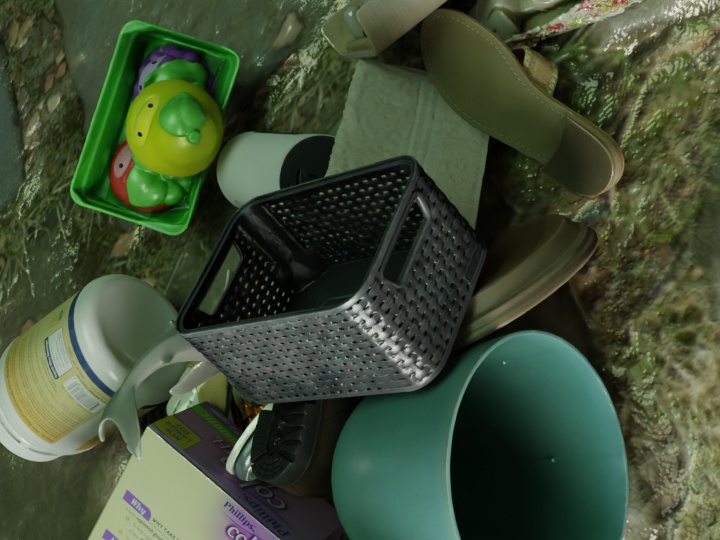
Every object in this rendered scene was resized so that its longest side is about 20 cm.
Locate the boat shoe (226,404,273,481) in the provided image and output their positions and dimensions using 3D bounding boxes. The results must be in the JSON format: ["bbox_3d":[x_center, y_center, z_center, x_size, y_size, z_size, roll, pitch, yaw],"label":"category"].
[{"bbox_3d":[-0.023,0.120,0.955,0.199,0.073,0.062,-36,68,-20],"label":"boat shoe"}]

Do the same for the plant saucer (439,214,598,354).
[{"bbox_3d":[0.089,0.012,0.867,0.199,0.200,0.030,-27,100,33],"label":"plant saucer"}]

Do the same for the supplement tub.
[{"bbox_3d":[-0.292,0.108,1.189,0.199,0.144,0.145,-32,59,30],"label":"supplement tub"}]

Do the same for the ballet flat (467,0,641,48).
[{"bbox_3d":[0.148,-0.231,0.959,0.199,0.064,0.076,-19,66,36],"label":"ballet flat"}]

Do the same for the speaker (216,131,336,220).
[{"bbox_3d":[-0.070,-0.088,1.048,0.200,0.081,0.082,18,90,66],"label":"speaker"}]

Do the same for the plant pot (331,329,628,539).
[{"bbox_3d":[0.074,0.152,0.832,0.160,0.200,0.203,-11,70,46],"label":"plant pot"}]

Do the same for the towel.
[{"bbox_3d":[0.041,-0.097,0.945,0.035,0.131,0.201,102,-178,-50],"label":"towel"}]

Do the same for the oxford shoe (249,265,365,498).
[{"bbox_3d":[-0.022,0.086,0.908,0.072,0.084,0.202,-3,61,48],"label":"oxford shoe"}]

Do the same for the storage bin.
[{"bbox_3d":[-0.023,0.012,0.817,0.199,0.094,0.136,-10,44,43],"label":"storage bin"}]

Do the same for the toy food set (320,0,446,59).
[{"bbox_3d":[0.038,-0.252,0.978,0.143,0.061,0.200,-38,15,-3],"label":"toy food set"}]

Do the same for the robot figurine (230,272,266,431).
[{"bbox_3d":[-0.079,0.086,1.068,0.145,0.058,0.201,-36,57,27],"label":"robot figurine"}]

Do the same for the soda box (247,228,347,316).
[{"bbox_3d":[0.000,0.000,0.986,0.199,0.063,0.069,-36,57,8],"label":"soda box"}]

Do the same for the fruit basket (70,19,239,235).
[{"bbox_3d":[-0.204,-0.145,1.148,0.154,0.216,0.218,18,90,7],"label":"fruit basket"}]

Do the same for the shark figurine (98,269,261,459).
[{"bbox_3d":[-0.120,0.074,0.918,0.089,0.214,0.129,14,102,29],"label":"shark figurine"}]

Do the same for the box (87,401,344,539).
[{"bbox_3d":[-0.140,0.254,0.996,0.175,0.097,0.201,36,111,17],"label":"box"}]

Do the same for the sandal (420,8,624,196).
[{"bbox_3d":[0.143,-0.145,0.945,0.212,0.069,0.078,44,130,18],"label":"sandal"}]

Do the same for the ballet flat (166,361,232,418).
[{"bbox_3d":[-0.156,0.153,1.067,0.069,0.062,0.202,-147,57,-62],"label":"ballet flat"}]
